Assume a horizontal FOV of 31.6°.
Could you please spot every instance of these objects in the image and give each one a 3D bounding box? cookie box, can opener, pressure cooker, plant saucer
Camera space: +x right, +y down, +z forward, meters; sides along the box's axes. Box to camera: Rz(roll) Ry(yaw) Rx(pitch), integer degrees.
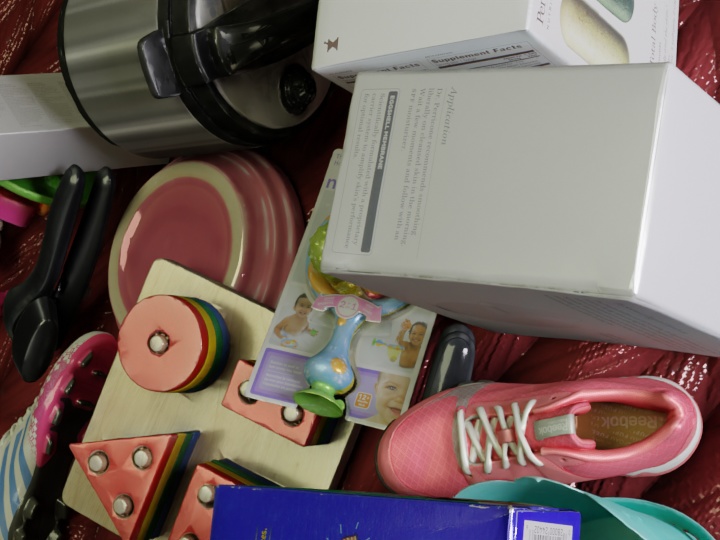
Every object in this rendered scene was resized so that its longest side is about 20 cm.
[{"bbox_3d":[0.007,0.202,0.664,0.198,0.075,0.174,-3,77,37],"label":"cookie box"},{"bbox_3d":[0.045,0.134,0.833,0.077,0.063,0.203,9,93,-5],"label":"can opener"},{"bbox_3d":[-0.107,-0.177,0.963,0.198,0.178,0.178,0,66,42],"label":"pressure cooker"},{"bbox_3d":[-0.133,-0.008,1.017,0.198,0.051,0.204,-11,71,34],"label":"plant saucer"},{"bbox_3d":[-0.245,-0.003,1.059,0.079,0.063,0.202,48,123,35],"label":"can opener"}]

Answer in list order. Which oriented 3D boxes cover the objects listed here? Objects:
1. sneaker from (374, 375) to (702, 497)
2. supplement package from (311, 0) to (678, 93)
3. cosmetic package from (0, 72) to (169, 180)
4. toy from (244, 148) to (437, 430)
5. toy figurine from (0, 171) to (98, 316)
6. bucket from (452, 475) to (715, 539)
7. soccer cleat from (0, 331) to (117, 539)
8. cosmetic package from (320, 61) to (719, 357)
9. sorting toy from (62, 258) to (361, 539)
[{"bbox_3d":[0.101,0.091,0.744,0.197,0.087,0.075,-10,77,7],"label":"sneaker"},{"bbox_3d":[0.092,-0.171,0.794,0.149,0.199,0.154,-3,76,36],"label":"supplement package"},{"bbox_3d":[-0.257,-0.120,1.048,0.083,0.198,0.051,52,135,33],"label":"cosmetic package"},{"bbox_3d":[0.000,0.000,0.863,0.113,0.047,0.203,10,68,19],"label":"toy"},{"bbox_3d":[-0.336,-0.047,1.149,0.185,0.149,0.201,-56,30,22],"label":"toy figurine"},{"bbox_3d":[0.120,0.219,0.708,0.205,0.134,0.211,-10,72,34],"label":"bucket"},{"bbox_3d":[-0.267,0.137,1.066,0.086,0.069,0.203,24,93,38],"label":"soccer cleat"},{"bbox_3d":[0.120,-0.030,0.735,0.198,0.198,0.125,7,82,38],"label":"cosmetic package"},{"bbox_3d":[-0.113,0.119,0.914,0.197,0.069,0.203,24,94,20],"label":"sorting toy"}]
